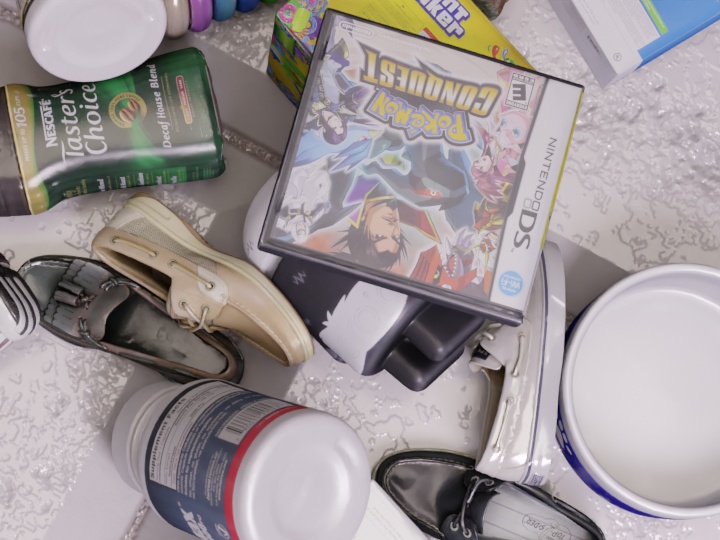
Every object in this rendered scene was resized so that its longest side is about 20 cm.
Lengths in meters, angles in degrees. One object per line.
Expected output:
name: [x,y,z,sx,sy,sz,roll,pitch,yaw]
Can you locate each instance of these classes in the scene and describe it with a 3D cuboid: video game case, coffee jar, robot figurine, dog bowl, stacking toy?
video game case: [0.045,-0.074,1.424,0.198,0.026,0.182,16,82,-3]
coffee jar: [-0.211,-0.107,1.567,0.198,0.085,0.105,-13,82,-7]
robot figurine: [0.001,-0.002,1.533,0.200,0.125,0.151,42,97,11]
dog bowl: [0.252,0.099,1.586,0.198,0.079,0.202,1,81,-5]
stacking toy: [-0.076,-0.251,1.612,0.198,0.085,0.086,-16,83,-15]

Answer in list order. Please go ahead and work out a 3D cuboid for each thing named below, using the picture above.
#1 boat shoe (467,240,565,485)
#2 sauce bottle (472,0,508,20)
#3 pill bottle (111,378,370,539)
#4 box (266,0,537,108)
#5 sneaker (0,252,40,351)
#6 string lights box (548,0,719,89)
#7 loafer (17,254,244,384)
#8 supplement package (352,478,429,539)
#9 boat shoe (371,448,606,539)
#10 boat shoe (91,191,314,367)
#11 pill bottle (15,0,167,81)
boat shoe: [0.121,0.069,1.574,0.069,0.071,0.202,8,74,-6]
sauce bottle: [0.129,-0.306,1.641,0.064,0.065,0.201,27,81,-1]
pill bottle: [-0.096,0.145,1.478,0.119,0.199,0.121,-8,103,-38]
box: [0.037,-0.141,1.542,0.122,0.193,0.200,-42,88,-9]
sneaker: [-0.346,-0.001,1.548,0.115,0.076,0.201,-41,70,13]
string lights box: [0.264,-0.248,1.648,0.199,0.059,0.103,-31,86,-9]
loafer: [-0.181,0.038,1.560,0.199,0.063,0.072,25,80,-2]
supplement package: [-0.029,0.271,1.513,0.200,0.117,0.117,-43,89,-10]
boat shoe: [0.105,0.193,1.564,0.198,0.066,0.075,27,81,-1]
boat shoe: [-0.123,0.019,1.533,0.199,0.072,0.065,37,65,18]
pill bottle: [-0.224,-0.254,1.546,0.110,0.112,0.201,-14,55,-7]
